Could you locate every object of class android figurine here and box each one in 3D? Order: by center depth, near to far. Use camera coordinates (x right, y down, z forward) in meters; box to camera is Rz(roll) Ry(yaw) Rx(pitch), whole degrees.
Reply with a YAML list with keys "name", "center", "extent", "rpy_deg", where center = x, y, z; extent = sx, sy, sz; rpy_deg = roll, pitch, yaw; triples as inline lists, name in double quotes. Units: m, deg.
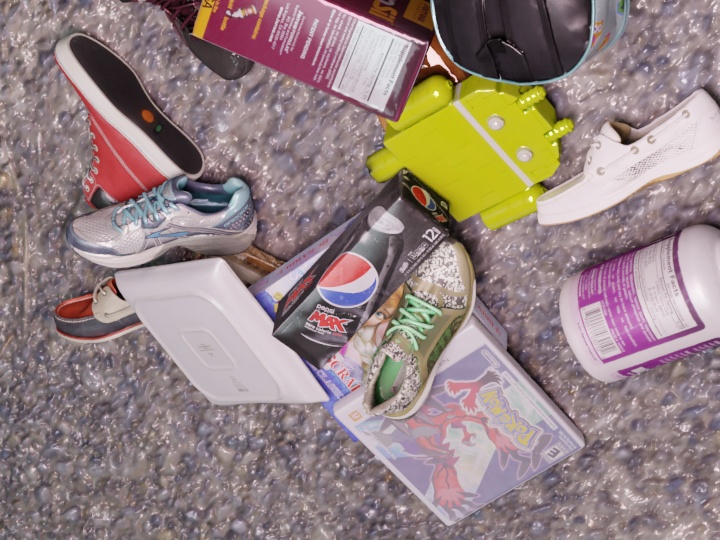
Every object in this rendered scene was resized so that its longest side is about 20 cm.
- name: "android figurine"
  center: [0.107, -0.115, 1.470]
  extent: [0.199, 0.041, 0.182]
  rpy_deg: [-24, 125, 33]

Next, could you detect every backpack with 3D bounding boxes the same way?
- name: "backpack"
  center: [0.147, -0.265, 1.321]
  extent: [0.175, 0.153, 0.201]
  rpy_deg: [7, 112, 29]

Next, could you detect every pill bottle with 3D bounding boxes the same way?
- name: "pill bottle"
  center: [0.295, 0.023, 1.440]
  extent: [0.199, 0.112, 0.113]
  rpy_deg: [-23, 106, 32]

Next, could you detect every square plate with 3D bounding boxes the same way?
- name: "square plate"
  center: [-0.152, 0.074, 1.616]
  extent: [0.199, 0.028, 0.198]
  rpy_deg: [-6, 127, 49]

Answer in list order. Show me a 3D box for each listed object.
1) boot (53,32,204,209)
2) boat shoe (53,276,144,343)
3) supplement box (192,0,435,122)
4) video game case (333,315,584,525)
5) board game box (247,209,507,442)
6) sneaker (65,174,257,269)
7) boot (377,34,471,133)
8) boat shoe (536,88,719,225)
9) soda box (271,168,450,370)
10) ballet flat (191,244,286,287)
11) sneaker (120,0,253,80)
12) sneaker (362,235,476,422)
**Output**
- name: "boot"
  center: [-0.278, -0.142, 1.637]
  extent: [0.144, 0.072, 0.200]
  rpy_deg: [-31, 104, 36]
- name: "boat shoe"
  center: [-0.257, 0.032, 1.717]
  extent: [0.199, 0.071, 0.063]
  rpy_deg: [-8, 129, 21]
- name: "supplement box"
  center: [-0.035, -0.226, 1.385]
  extent: [0.199, 0.110, 0.086]
  rpy_deg: [23, 122, -1]
- name: "video game case"
  center: [0.103, 0.160, 1.599]
  extent: [0.182, 0.023, 0.200]
  rpy_deg: [-34, 117, 20]
- name: "board game box"
  center: [0.013, 0.051, 1.583]
  extent: [0.199, 0.041, 0.200]
  rpy_deg: [-34, 109, 20]
- name: "sneaker"
  center: [-0.205, -0.062, 1.595]
  extent: [0.199, 0.078, 0.087]
  rpy_deg: [-8, 143, -13]
- name: "boot"
  center: [-0.015, -0.222, 1.486]
  extent: [0.188, 0.069, 0.200]
  rpy_deg: [-25, 109, 22]
- name: "boat shoe"
  center: [0.241, -0.107, 1.422]
  extent: [0.199, 0.071, 0.069]
  rpy_deg: [-27, 103, 23]
- name: "soda box"
  center: [0.000, 0.000, 1.495]
  extent: [0.063, 0.071, 0.200]
  rpy_deg: [36, 114, -15]
- name: "ballet flat"
  center: [-0.093, 0.021, 1.643]
  extent: [0.199, 0.065, 0.071]
  rpy_deg: [23, 124, 11]
- name: "sneaker"
  center: [-0.188, -0.258, 1.501]
  extent: [0.075, 0.116, 0.200]
  rpy_deg: [-25, 105, 33]
- name: "sneaker"
  center: [0.053, 0.062, 1.493]
  extent: [0.077, 0.089, 0.201]
  rpy_deg: [22, 105, 15]
